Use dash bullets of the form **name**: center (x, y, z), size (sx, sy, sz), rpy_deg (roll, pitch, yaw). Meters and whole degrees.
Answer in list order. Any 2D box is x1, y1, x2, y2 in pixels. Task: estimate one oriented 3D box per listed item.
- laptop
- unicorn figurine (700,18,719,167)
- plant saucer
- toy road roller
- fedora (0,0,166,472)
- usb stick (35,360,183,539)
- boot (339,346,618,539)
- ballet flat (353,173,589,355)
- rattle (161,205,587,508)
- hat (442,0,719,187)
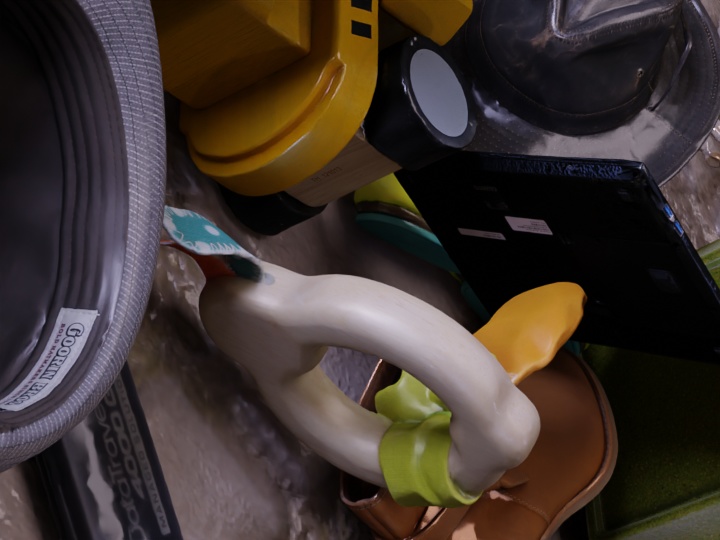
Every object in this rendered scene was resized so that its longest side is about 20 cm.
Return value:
- **laptop**: center (0.141, -0.015, 0.941), size (0.103, 0.177, 0.200), rpy_deg (-50, 122, -24)
- **unicorn figurine**: center (0.287, -0.150, 1.478), size (0.200, 0.074, 0.138), rpy_deg (3, 59, -53)
- **plant saucer**: center (0.188, 0.073, 1.066), size (0.048, 0.200, 0.200), rpy_deg (19, 56, -39)
- **toy road roller**: center (-0.035, -0.128, 0.881), size (0.146, 0.123, 0.201), rpy_deg (32, 47, -42)
- **fedora**: center (-0.148, -0.031, 0.647), size (0.177, 0.090, 0.201), rpy_deg (-9, 98, -58)
- **usb stick**: center (-0.100, 0.080, 0.737), size (0.055, 0.033, 0.201), rpy_deg (-13, 84, -54)
- **boot**: center (0.059, 0.082, 0.965), size (0.155, 0.074, 0.200), rpy_deg (44, 36, -32)
- **ballet flat**: center (0.072, -0.017, 1.042), size (0.200, 0.067, 0.067), rpy_deg (35, 66, -42)
- **rattle**: center (0.000, 0.000, 0.834), size (0.200, 0.130, 0.143), rpy_deg (36, 73, -4)
- **hat**: center (0.118, -0.131, 0.999), size (0.200, 0.081, 0.201), rpy_deg (7, 63, -15)
